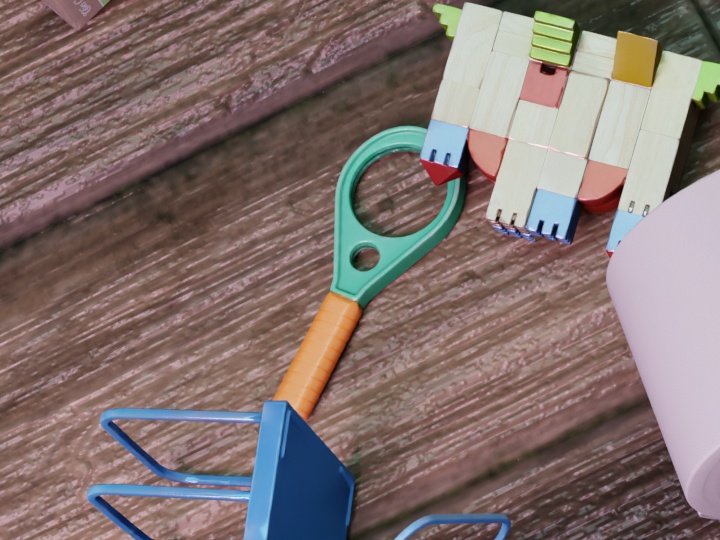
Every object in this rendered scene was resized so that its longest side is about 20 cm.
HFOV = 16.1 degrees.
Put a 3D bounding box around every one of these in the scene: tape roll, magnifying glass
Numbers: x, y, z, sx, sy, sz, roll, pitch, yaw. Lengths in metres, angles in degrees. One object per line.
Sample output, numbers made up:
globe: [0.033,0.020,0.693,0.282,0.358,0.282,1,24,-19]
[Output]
tape roll: [0.251,0.033,1.400,0.203,0.203,0.139,-22,64,6]
magnifying glass: [0.000,0.000,1.579,0.080,0.022,0.200,21,76,21]

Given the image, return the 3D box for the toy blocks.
toy blocks: [0.119,-0.076,1.547,0.200,0.100,0.137,16,86,14]

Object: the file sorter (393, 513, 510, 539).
file sorter: [0.084,0.240,1.375,0.200,0.139,0.123,45,108,25]

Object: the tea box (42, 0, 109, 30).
tea box: [-0.205,-0.307,1.696,0.200,0.134,0.197,40,83,25]

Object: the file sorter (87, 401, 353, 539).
file sorter: [-0.091,0.189,1.456,0.123,0.139,0.200,2,68,17]
